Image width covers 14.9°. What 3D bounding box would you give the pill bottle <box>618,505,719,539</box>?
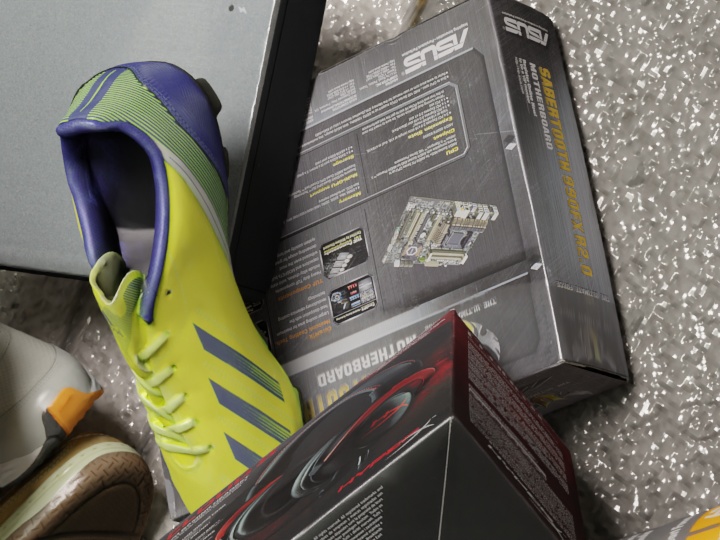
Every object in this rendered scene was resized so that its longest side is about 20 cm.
[{"bbox_3d":[0.089,0.154,0.952,0.200,0.116,0.116,-22,66,31],"label":"pill bottle"}]

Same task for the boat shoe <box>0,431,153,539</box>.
[{"bbox_3d":[-0.167,0.135,1.182,0.200,0.072,0.076,-51,49,17],"label":"boat shoe"}]

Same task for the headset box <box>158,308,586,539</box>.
[{"bbox_3d":[-0.002,0.098,0.947,0.149,0.200,0.075,-38,97,8],"label":"headset box"}]

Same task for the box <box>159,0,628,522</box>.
[{"bbox_3d":[0.000,0.000,1.099,0.200,0.048,0.158,-25,66,31],"label":"box"}]

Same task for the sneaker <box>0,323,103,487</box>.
[{"bbox_3d":[-0.193,0.035,1.180,0.200,0.092,0.076,9,50,49],"label":"sneaker"}]

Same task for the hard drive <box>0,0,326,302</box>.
[{"bbox_3d":[-0.110,-0.065,1.148,0.200,0.033,0.140,7,84,39],"label":"hard drive"}]

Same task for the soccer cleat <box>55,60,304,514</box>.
[{"bbox_3d":[-0.073,0.021,1.033,0.065,0.084,0.200,-5,106,29],"label":"soccer cleat"}]
